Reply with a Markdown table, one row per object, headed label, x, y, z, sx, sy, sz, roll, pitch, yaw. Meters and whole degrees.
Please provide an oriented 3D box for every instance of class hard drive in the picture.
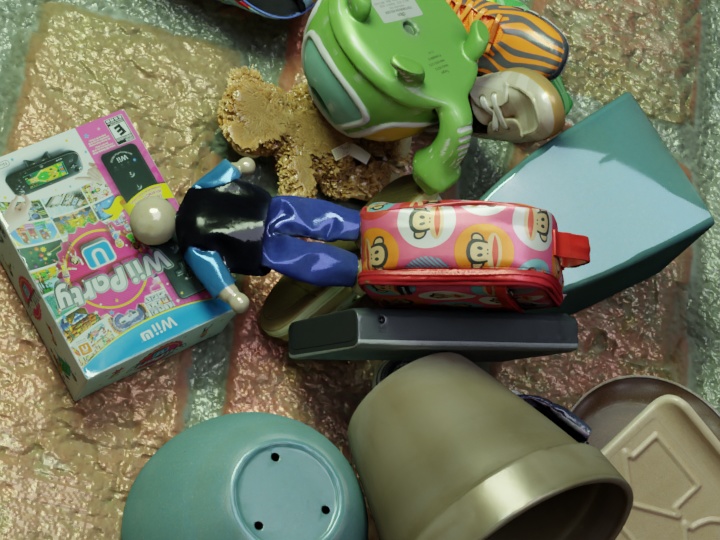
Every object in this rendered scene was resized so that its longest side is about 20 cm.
| label | x | y | z | sx | sy | sz | roll | pitch | yaw |
| --- | --- | --- | --- | --- | --- | --- | --- | --- | --- |
| hard drive | 0.059 | 0.054 | 1.419 | 0.199 | 0.139 | 0.033 | 2 | 82 | -25 |

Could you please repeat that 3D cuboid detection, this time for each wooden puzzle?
| label | x | y | z | sx | sy | sz | roll | pitch | yaw |
| --- | --- | --- | --- | --- | --- | --- | --- | --- | --- |
| wooden puzzle | 0.239 | 0.227 | 1.451 | 0.200 | 0.046 | 0.185 | -41 | 104 | 0 |

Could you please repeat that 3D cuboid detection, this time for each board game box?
| label | x | y | z | sx | sy | sz | roll | pitch | yaw |
| --- | --- | --- | --- | --- | --- | --- | --- | --- | --- |
| board game box | -0.215 | -0.015 | 1.432 | 0.147 | 0.064 | 0.201 | -25 | 79 | -27 |

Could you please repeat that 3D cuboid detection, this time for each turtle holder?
| label | x | y | z | sx | sy | sz | roll | pitch | yaw |
| --- | --- | --- | --- | --- | --- | --- | --- | --- | --- |
| turtle holder | 0.033 | -0.169 | 1.485 | 0.185 | 0.132 | 0.141 | 37 | 46 | -9 |

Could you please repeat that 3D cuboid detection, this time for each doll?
| label | x | y | z | sx | sy | sz | roll | pitch | yaw |
| --- | --- | --- | --- | --- | --- | --- | --- | --- | --- |
| doll | -0.089 | -0.026 | 1.410 | 0.199 | 0.048 | 0.137 | 10 | 66 | -9 |

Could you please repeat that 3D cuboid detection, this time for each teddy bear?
| label | x | y | z | sx | sy | sz | roll | pitch | yaw |
| --- | --- | --- | --- | --- | --- | --- | --- | --- | --- |
| teddy bear | -0.040 | -0.111 | 1.547 | 0.199 | 0.067 | 0.146 | -1 | 77 | -28 |

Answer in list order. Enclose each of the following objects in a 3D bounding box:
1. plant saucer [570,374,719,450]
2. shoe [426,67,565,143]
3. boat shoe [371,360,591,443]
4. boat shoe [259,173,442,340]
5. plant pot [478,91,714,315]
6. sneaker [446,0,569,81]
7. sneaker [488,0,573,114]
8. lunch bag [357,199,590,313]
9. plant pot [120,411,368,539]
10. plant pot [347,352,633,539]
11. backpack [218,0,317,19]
| label | x | y | z | sx | sy | sz | roll | pitch | yaw |
| --- | --- | --- | --- | --- | --- | --- | --- | --- | --- |
| plant saucer | 0.257 | 0.192 | 1.537 | 0.199 | 0.032 | 0.201 | 8 | 65 | -17 |
| shoe | 0.110 | -0.141 | 1.545 | 0.053 | 0.200 | 0.070 | -31 | 111 | -23 |
| boat shoe | 0.106 | 0.117 | 1.461 | 0.199 | 0.093 | 0.075 | 26 | 64 | 5 |
| boat shoe | -0.001 | -0.001 | 1.498 | 0.201 | 0.073 | 0.063 | -45 | 122 | -22 |
| plant pot | 0.178 | -0.033 | 1.549 | 0.199 | 0.141 | 0.142 | -29 | 80 | -20 |
| sneaker | 0.086 | -0.221 | 1.570 | 0.199 | 0.112 | 0.078 | 20 | 95 | 24 |
| sneaker | 0.142 | -0.223 | 1.659 | 0.083 | 0.074 | 0.201 | -9 | 73 | -42 |
| lunch bag | 0.095 | -0.010 | 1.374 | 0.175 | 0.200 | 0.082 | -1 | 83 | 11 |
| plant pot | -0.076 | 0.194 | 1.352 | 0.199 | 0.135 | 0.201 | 8 | 65 | -17 |
| plant pot | 0.082 | 0.163 | 1.342 | 0.199 | 0.200 | 0.174 | -19 | 56 | -26 |
| backpack | -0.108 | -0.327 | 1.563 | 0.200 | 0.134 | 0.183 | 41 | 69 | -28 |
